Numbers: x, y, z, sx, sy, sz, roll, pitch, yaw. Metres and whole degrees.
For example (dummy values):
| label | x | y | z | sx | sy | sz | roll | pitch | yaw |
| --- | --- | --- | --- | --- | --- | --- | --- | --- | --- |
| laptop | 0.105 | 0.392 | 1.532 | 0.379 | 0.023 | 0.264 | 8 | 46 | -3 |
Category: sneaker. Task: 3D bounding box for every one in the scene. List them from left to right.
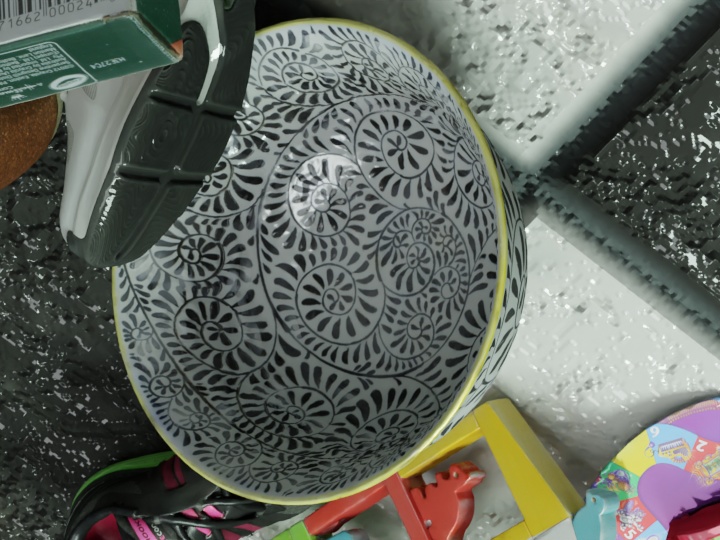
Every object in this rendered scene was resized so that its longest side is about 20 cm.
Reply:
| label | x | y | z | sx | sy | sz | roll | pitch | yaw |
| --- | --- | --- | --- | --- | --- | --- | --- | --- | --- |
| sneaker | -0.105 | -0.109 | 1.145 | 0.115 | 0.076 | 0.201 | 22 | 96 | 25 |
| sneaker | -0.071 | 0.111 | 1.311 | 0.077 | 0.084 | 0.200 | 44 | 129 | -13 |

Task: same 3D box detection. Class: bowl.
| label | x | y | z | sx | sy | sz | roll | pitch | yaw |
| --- | --- | --- | --- | --- | --- | --- | --- | --- | --- |
| bowl | 0.000 | 0.000 | 1.172 | 0.200 | 0.094 | 0.201 | -5 | 82 | 34 |

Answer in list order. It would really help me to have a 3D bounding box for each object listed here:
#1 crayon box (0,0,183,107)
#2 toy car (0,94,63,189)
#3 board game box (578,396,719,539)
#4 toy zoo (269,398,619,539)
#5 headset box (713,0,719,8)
| label | x | y | z | sx | sy | sz | roll | pitch | yaw |
| --- | --- | --- | --- | --- | --- | --- | --- | --- | --- |
| crayon box | -0.142 | -0.164 | 1.092 | 0.127 | 0.200 | 0.051 | -12 | 157 | 16 |
| toy car | -0.221 | -0.064 | 1.170 | 0.164 | 0.200 | 0.158 | -32 | 108 | 36 |
| board game box | 0.185 | 0.151 | 1.226 | 0.200 | 0.039 | 0.158 | 21 | 109 | 7 |
| toy zoo | 0.041 | 0.148 | 1.281 | 0.200 | 0.020 | 0.131 | -35 | 73 | 31 |
| headset box | 0.158 | -0.221 | 0.965 | 0.200 | 0.093 | 0.174 | -32 | 107 | 36 |
